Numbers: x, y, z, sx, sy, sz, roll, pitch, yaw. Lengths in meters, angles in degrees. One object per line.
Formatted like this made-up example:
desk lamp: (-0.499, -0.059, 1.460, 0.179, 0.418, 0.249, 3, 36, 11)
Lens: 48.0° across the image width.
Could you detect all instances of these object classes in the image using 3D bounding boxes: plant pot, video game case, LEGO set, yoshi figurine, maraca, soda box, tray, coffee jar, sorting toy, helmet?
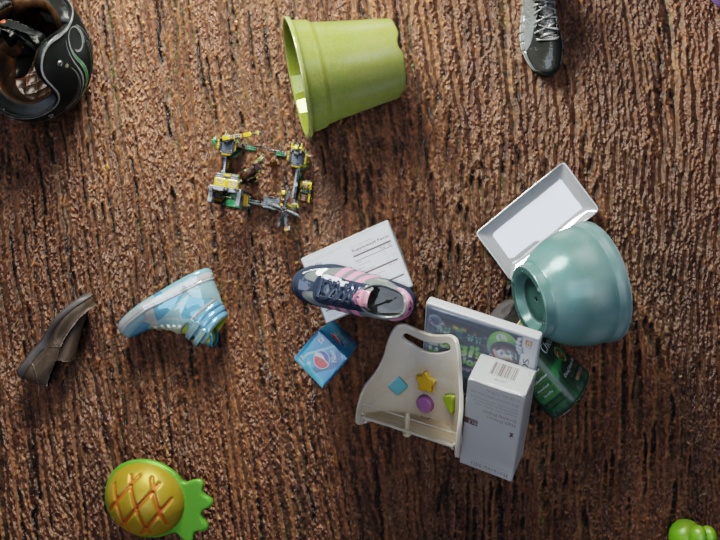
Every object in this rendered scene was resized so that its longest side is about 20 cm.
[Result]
plant pot: (0.329, 0.034, 1.319, 0.131, 0.200, 0.205, -14, 90, -13)
video game case: (0.197, 0.149, 1.358, 0.196, 0.023, 0.185, 18, 129, 22)
LEGO set: (-0.181, -0.166, 1.406, 0.196, 0.116, 0.157, 17, 92, 3)
yoshi figurine: (0.560, 0.517, 1.395, 0.111, 0.111, 0.205, 24, 111, 42)
maraca: (-0.359, 0.409, 1.434, 0.195, 0.107, 0.141, 13, 99, 3)
plant pot: (-0.024, -0.344, 1.370, 0.180, 0.200, 0.205, -13, 90, -7)
soda box: (-0.054, 0.136, 1.362, 0.068, 0.200, 0.064, 43, 94, 3)
tray: (0.310, -0.086, 1.423, 0.199, 0.022, 0.108, -39, 88, 4)
coffee jar: (0.292, 0.147, 1.385, 0.200, 0.104, 0.085, 44, 127, 2)
sorting toy: (0.104, 0.188, 1.365, 0.196, 0.106, 0.185, 12, 105, 29)
helmet: (-0.557, -0.361, 1.394, 0.195, 0.192, 0.204, 5, 54, -7)

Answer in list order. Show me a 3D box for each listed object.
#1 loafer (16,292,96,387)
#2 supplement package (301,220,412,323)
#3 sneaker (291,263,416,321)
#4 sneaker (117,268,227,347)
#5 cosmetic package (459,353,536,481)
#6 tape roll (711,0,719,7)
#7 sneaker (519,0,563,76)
loafer: (-0.536, 0.128, 1.467, 0.071, 0.073, 0.201, 38, 98, -8)
supplement package: (0.000, 0.000, 1.356, 0.153, 0.200, 0.113, -23, 90, 3)
sneaker: (-0.011, 0.032, 1.215, 0.195, 0.082, 0.072, 8, 93, 3)
sneaker: (-0.327, 0.098, 1.442, 0.197, 0.080, 0.132, -30, 88, 5)
cosmetic package: (0.226, 0.246, 1.344, 0.100, 0.074, 0.204, 15, 127, 22)
tape roll: (0.675, -0.541, 1.369, 0.195, 0.066, 0.206, 0, 90, 4)
sneaker: (0.307, -0.439, 1.370, 0.073, 0.115, 0.205, -9, 90, 4)
